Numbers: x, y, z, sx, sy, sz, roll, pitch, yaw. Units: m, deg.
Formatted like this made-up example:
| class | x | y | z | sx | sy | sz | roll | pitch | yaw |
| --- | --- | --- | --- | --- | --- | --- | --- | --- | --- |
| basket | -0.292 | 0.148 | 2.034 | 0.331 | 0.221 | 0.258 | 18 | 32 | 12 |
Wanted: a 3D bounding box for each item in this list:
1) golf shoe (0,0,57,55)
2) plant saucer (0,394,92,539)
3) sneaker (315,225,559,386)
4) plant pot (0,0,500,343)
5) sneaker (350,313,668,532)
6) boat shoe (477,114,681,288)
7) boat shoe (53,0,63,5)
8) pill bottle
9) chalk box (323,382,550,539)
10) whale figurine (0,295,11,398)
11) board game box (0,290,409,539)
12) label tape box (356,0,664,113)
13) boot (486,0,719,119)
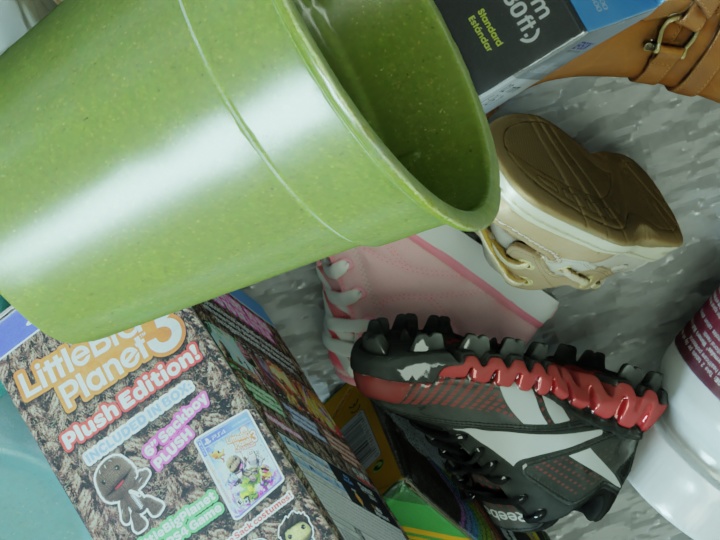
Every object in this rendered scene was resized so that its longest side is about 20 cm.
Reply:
| class | x | y | z | sx | sy | sz | roll | pitch | yaw |
| --- | --- | --- | --- | --- | --- | --- | --- | --- | --- |
| golf shoe | -0.154 | -0.078 | 1.291 | 0.075 | 0.092 | 0.200 | -42 | 116 | 12 |
| plant saucer | -0.205 | 0.144 | 1.425 | 0.200 | 0.036 | 0.200 | -5 | 118 | -10 |
| sneaker | 0.000 | 0.000 | 1.371 | 0.200 | 0.075 | 0.105 | 37 | 99 | -30 |
| plant pot | -0.071 | -0.062 | 1.164 | 0.190 | 0.200 | 0.200 | -30 | 120 | 19 |
| sneaker | 0.069 | 0.079 | 1.350 | 0.200 | 0.071 | 0.098 | 15 | 92 | -43 |
| boat shoe | 0.091 | -0.022 | 1.316 | 0.069 | 0.074 | 0.200 | -36 | 158 | 19 |
| boat shoe | -0.106 | -0.144 | 1.272 | 0.200 | 0.074 | 0.069 | 40 | 102 | -20 |
| pill bottle | 0.226 | 0.045 | 1.423 | 0.109 | 0.110 | 0.200 | 31 | 107 | -24 |
| chalk box | 0.033 | 0.175 | 1.441 | 0.124 | 0.125 | 0.200 | -42 | 116 | 10 |
| whale figurine | -0.239 | -0.001 | 1.303 | 0.200 | 0.104 | 0.159 | 28 | 108 | -25 |
| board game box | -0.065 | 0.097 | 1.283 | 0.097 | 0.200 | 0.159 | -36 | 155 | 6 |
| label tape box | 0.045 | -0.151 | 1.257 | 0.200 | 0.066 | 0.143 | -31 | 84 | 16 |
| boot | 0.122 | -0.111 | 1.346 | 0.155 | 0.074 | 0.200 | 23 | 115 | -28 |
